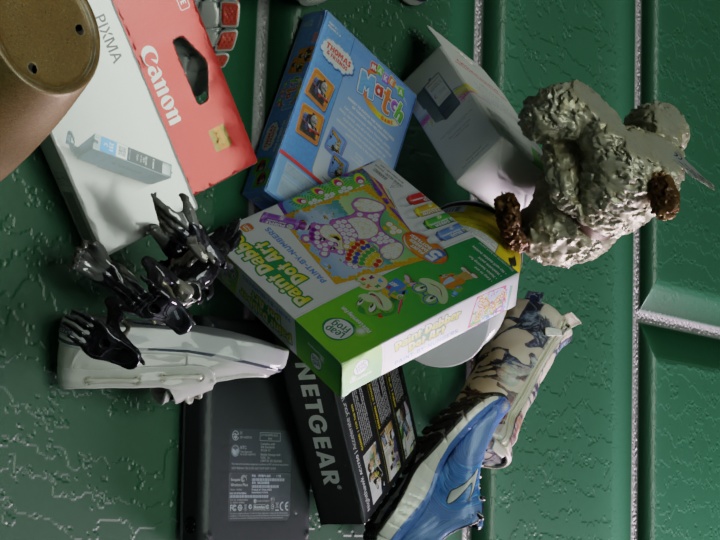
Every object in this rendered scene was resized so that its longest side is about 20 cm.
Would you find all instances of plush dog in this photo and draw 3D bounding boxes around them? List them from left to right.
[{"bbox_3d":[0.223,-0.067,1.518,0.199,0.172,0.161,6,49,-36],"label":"plush dog"}]

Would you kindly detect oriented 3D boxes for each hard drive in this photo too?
[{"bbox_3d":[-0.098,0.144,1.406,0.139,0.033,0.201,9,79,-48],"label":"hard drive"}]

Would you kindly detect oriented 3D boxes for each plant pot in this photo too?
[{"bbox_3d":[-0.275,-0.135,1.088,0.186,0.199,0.187,19,64,-46],"label":"plant pot"}]

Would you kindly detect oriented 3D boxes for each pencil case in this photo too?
[{"bbox_3d":[0.155,0.117,1.658,0.078,0.089,0.200,44,54,-18],"label":"pencil case"}]

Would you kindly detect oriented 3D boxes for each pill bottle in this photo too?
[{"bbox_3d":[0.091,0.013,1.524,0.200,0.114,0.115,-57,131,-67],"label":"pill bottle"}]

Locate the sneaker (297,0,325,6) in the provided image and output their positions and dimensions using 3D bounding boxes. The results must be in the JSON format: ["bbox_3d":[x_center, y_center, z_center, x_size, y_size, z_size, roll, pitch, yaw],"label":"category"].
[{"bbox_3d":[-0.068,-0.306,1.457,0.105,0.075,0.200,58,24,8],"label":"sneaker"}]

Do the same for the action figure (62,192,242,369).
[{"bbox_3d":[-0.159,-0.004,1.229,0.102,0.119,0.200,49,18,-10],"label":"action figure"}]

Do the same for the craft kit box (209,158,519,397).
[{"bbox_3d":[0.000,0.000,1.381,0.197,0.200,0.049,-28,140,-27],"label":"craft kit box"}]

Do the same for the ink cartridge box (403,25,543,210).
[{"bbox_3d":[0.114,-0.149,1.614,0.117,0.067,0.200,30,24,-43],"label":"ink cartridge box"}]

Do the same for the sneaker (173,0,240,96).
[{"bbox_3d":[-0.139,-0.249,1.370,0.077,0.082,0.201,10,102,-9],"label":"sneaker"}]

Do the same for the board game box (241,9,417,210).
[{"bbox_3d":[-0.025,-0.123,1.516,0.151,0.036,0.201,39,60,-40],"label":"board game box"}]

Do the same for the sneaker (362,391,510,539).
[{"bbox_3d":[0.088,0.206,1.544,0.089,0.079,0.200,38,77,-12],"label":"sneaker"}]

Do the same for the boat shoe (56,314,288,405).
[{"bbox_3d":[-0.154,0.079,1.302,0.199,0.072,0.066,7,94,-34],"label":"boat shoe"}]

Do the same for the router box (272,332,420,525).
[{"bbox_3d":[-0.010,0.110,1.458,0.149,0.051,0.201,-46,127,-58],"label":"router box"}]

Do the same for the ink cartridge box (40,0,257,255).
[{"bbox_3d":[-0.181,-0.139,1.292,0.176,0.045,0.201,-30,110,-24],"label":"ink cartridge box"}]

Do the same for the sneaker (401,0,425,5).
[{"bbox_3d":[0.038,-0.342,1.573,0.200,0.087,0.076,32,63,-42],"label":"sneaker"}]
